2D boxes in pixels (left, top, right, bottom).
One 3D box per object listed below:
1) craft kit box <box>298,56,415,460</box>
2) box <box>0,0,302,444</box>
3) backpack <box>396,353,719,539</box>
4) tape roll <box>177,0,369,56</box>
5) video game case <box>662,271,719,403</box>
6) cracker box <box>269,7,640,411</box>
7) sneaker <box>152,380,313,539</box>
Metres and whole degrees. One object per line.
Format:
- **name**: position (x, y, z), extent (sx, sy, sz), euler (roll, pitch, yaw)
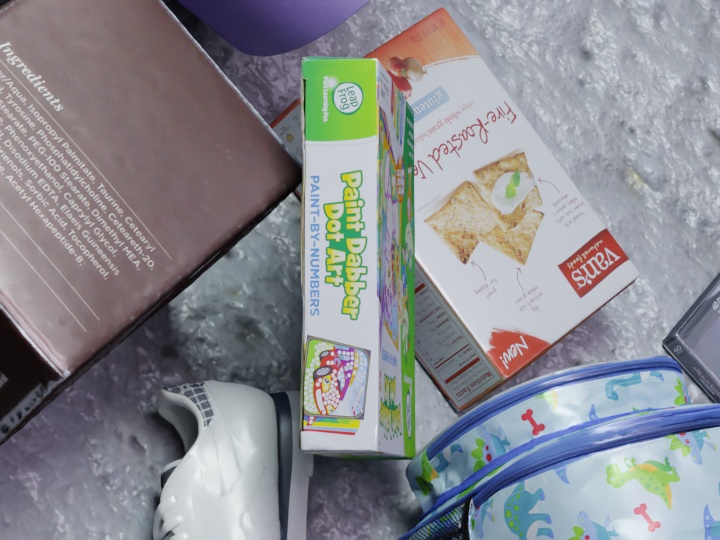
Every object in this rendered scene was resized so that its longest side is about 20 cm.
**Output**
- **craft kit box**: position (0.000, 0.000, 1.578), extent (0.048, 0.200, 0.198), euler (2, 86, 7)
- **box**: position (-0.172, -0.027, 1.523), extent (0.164, 0.166, 0.200), euler (49, 51, -1)
- **backpack**: position (0.127, 0.128, 1.612), extent (0.183, 0.200, 0.147), euler (-7, 74, -34)
- **tape roll**: position (-0.036, -0.224, 1.681), extent (0.085, 0.200, 0.200), euler (38, 50, -29)
- **video game case**: position (0.290, 0.075, 1.867), extent (0.200, 0.019, 0.143), euler (48, 50, -4)
- **cracker box**: position (0.053, -0.037, 1.744), extent (0.134, 0.058, 0.200), euler (-36, 89, -39)
- **sneaker**: position (-0.071, 0.152, 1.568), extent (0.080, 0.076, 0.201), euler (9, 57, -16)
